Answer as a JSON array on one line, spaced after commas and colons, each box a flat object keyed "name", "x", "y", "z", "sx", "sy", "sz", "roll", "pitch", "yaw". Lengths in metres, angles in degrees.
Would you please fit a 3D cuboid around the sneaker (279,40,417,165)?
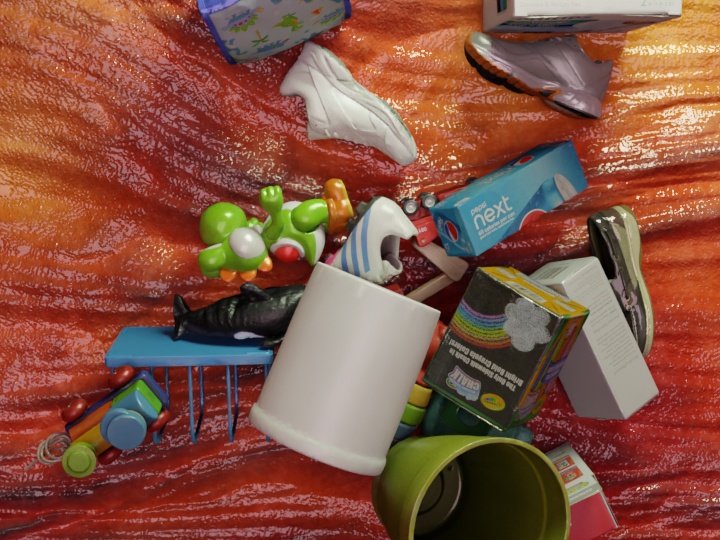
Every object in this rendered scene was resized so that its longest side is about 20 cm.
[{"name": "sneaker", "x": -0.018, "y": -0.191, "z": 1.353, "sx": 0.200, "sy": 0.078, "sz": 0.099, "roll": 42, "pitch": 101, "yaw": 1}]

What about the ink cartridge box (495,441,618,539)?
[{"name": "ink cartridge box", "x": 0.217, "y": 0.325, "z": 1.382, "sx": 0.200, "sy": 0.176, "sz": 0.084, "roll": -27, "pitch": 99, "yaw": 1}]

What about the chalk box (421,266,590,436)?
[{"name": "chalk box", "x": 0.167, "y": 0.110, "z": 1.295, "sx": 0.125, "sy": 0.124, "sz": 0.200, "roll": 31, "pitch": 105, "yaw": 23}]

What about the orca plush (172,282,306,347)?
[{"name": "orca plush", "x": -0.139, "y": 0.034, "z": 1.321, "sx": 0.199, "sy": 0.105, "sz": 0.071, "roll": 4, "pitch": 131, "yaw": 16}]

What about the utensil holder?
[{"name": "utensil holder", "x": -0.017, "y": 0.110, "z": 1.241, "sx": 0.169, "sy": 0.170, "sz": 0.201, "roll": 21, "pitch": 90, "yaw": -6}]

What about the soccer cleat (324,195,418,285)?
[{"name": "soccer cleat", "x": 0.000, "y": 0.000, "z": 1.340, "sx": 0.086, "sy": 0.070, "sz": 0.200, "roll": 40, "pitch": 124, "yaw": 13}]

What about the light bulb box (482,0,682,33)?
[{"name": "light bulb box", "x": 0.257, "y": -0.352, "z": 1.274, "sx": 0.197, "sy": 0.200, "sz": 0.125, "roll": -1, "pitch": 98, "yaw": -3}]

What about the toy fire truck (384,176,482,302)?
[{"name": "toy fire truck", "x": 0.097, "y": -0.031, "z": 1.388, "sx": 0.199, "sy": 0.049, "sz": 0.142, "roll": -17, "pitch": 99, "yaw": -1}]

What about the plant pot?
[{"name": "plant pot", "x": 0.106, "y": 0.275, "z": 1.247, "sx": 0.200, "sy": 0.193, "sz": 0.201, "roll": -2, "pitch": 94, "yaw": -23}]

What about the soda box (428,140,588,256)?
[{"name": "soda box", "x": 0.186, "y": -0.091, "z": 1.333, "sx": 0.200, "sy": 0.064, "sz": 0.068, "roll": -30, "pitch": 106, "yaw": -26}]

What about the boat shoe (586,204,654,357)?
[{"name": "boat shoe", "x": 0.332, "y": 0.018, "z": 1.394, "sx": 0.065, "sy": 0.073, "sz": 0.201, "roll": -10, "pitch": 89, "yaw": -14}]

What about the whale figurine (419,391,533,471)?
[{"name": "whale figurine", "x": 0.167, "y": 0.179, "z": 1.394, "sx": 0.159, "sy": 0.104, "sz": 0.200, "roll": 41, "pitch": 92, "yaw": -7}]

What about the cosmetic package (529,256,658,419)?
[{"name": "cosmetic package", "x": 0.292, "y": 0.089, "z": 1.383, "sx": 0.074, "sy": 0.102, "sz": 0.200, "roll": -32, "pitch": 101, "yaw": -25}]

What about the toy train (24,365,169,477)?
[{"name": "toy train", "x": -0.318, "y": 0.204, "z": 1.234, "sx": 0.200, "sy": 0.116, "sz": 0.085, "roll": -35, "pitch": 104, "yaw": 6}]

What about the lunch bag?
[{"name": "lunch bag", "x": -0.104, "y": -0.326, "z": 1.258, "sx": 0.170, "sy": 0.200, "sz": 0.128, "roll": -24, "pitch": 99, "yaw": 1}]

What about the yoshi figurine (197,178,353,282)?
[{"name": "yoshi figurine", "x": -0.117, "y": -0.063, "z": 1.337, "sx": 0.199, "sy": 0.112, "sz": 0.113, "roll": -22, "pitch": 121, "yaw": -11}]

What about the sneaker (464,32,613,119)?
[{"name": "sneaker", "x": 0.227, "y": -0.266, "z": 1.357, "sx": 0.199, "sy": 0.076, "sz": 0.092, "roll": 23, "pitch": 89, "yaw": -14}]

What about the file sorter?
[{"name": "file sorter", "x": -0.207, "y": 0.144, "z": 1.354, "sx": 0.199, "sy": 0.139, "sz": 0.123, "roll": -1, "pitch": 103, "yaw": -3}]

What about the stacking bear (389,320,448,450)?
[{"name": "stacking bear", "x": 0.047, "y": 0.145, "z": 1.361, "sx": 0.114, "sy": 0.121, "sz": 0.200, "roll": 26, "pitch": 97, "yaw": -38}]
